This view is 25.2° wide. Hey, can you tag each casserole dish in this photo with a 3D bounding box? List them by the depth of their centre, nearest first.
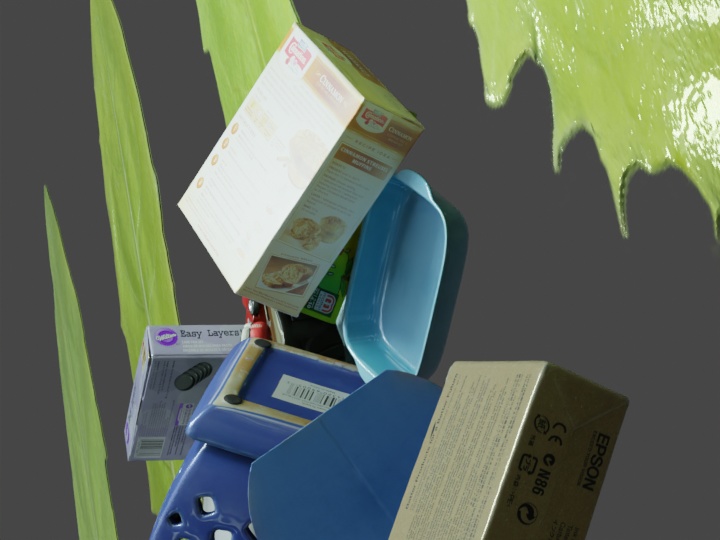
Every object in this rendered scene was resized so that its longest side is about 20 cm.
[{"bbox_3d":[0.041,0.010,1.366,0.121,0.039,0.200,40,125,48],"label":"casserole dish"}]

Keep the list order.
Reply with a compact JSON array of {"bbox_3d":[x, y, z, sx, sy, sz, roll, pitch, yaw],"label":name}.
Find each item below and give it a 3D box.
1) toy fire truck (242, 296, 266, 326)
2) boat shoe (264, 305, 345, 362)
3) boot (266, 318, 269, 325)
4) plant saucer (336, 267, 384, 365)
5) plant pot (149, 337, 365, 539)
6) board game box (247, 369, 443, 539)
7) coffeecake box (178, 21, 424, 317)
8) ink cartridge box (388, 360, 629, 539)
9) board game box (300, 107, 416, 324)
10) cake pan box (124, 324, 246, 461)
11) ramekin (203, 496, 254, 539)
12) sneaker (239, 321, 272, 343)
[{"bbox_3d":[-0.119,0.009,1.853,0.141,0.049,0.200,-130,41,-61],"label":"toy fire truck"},{"bbox_3d":[-0.063,0.026,1.541,0.074,0.076,0.200,145,122,-72],"label":"boat shoe"},{"bbox_3d":[-0.064,0.012,1.667,0.182,0.073,0.200,-59,-43,-53],"label":"boot"},{"bbox_3d":[0.000,0.000,1.525,0.201,0.039,0.201,178,90,-71],"label":"plant saucer"},{"bbox_3d":[-0.063,0.180,1.421,0.200,0.200,0.180,-63,-12,-67],"label":"plant pot"},{"bbox_3d":[0.012,0.176,1.298,0.158,0.200,0.039,54,-177,-8],"label":"board game box"},{"bbox_3d":[-0.056,-0.088,1.389,0.200,0.073,0.154,-56,39,15],"label":"coffeecake box"},{"bbox_3d":[0.092,0.167,1.121,0.200,0.075,0.165,-70,16,-9],"label":"ink cartridge box"},{"bbox_3d":[-0.031,-0.062,1.446,0.102,0.048,0.200,20,89,52],"label":"board game box"},{"bbox_3d":[-0.158,0.139,1.778,0.200,0.184,0.052,107,157,-45],"label":"cake pan box"},{"bbox_3d":[-0.106,0.295,1.779,0.202,0.094,0.203,178,90,-71],"label":"ramekin"},{"bbox_3d":[-0.056,0.134,1.590,0.077,0.085,0.200,-60,-52,-71],"label":"sneaker"}]
